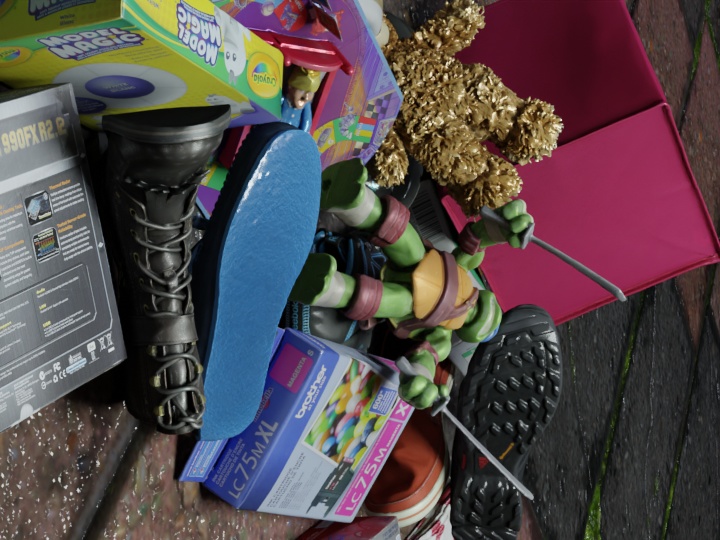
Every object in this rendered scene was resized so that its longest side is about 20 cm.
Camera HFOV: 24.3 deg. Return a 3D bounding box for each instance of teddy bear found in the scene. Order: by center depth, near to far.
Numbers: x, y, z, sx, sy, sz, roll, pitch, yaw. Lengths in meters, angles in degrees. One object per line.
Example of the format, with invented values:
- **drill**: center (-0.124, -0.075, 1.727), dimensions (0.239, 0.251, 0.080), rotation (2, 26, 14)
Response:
- **teddy bear**: center (0.046, -0.124, 1.185), dimensions (0.200, 0.145, 0.067), rotation (54, 4, 10)

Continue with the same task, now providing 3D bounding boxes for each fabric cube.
- **fabric cube**: center (0.168, -0.100, 1.408), dimensions (0.200, 0.195, 0.200), rotation (-104, 168, -45)

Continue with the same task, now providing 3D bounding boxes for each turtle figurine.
- **turtle figurine**: center (0.058, 0.013, 1.110), dimensions (0.193, 0.144, 0.200), rotation (26, 22, -37)

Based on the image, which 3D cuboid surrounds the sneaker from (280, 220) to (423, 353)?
- **sneaker**: center (0.000, 0.000, 1.232), dimensions (0.200, 0.073, 0.082), rotation (-54, 143, -55)

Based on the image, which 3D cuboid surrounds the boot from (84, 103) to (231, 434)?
- **boot**: center (-0.105, 0.003, 0.923), dimensions (0.200, 0.069, 0.175), rotation (168, -85, -73)

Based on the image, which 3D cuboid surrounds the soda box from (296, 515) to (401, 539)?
- **soda box**: center (-0.034, 0.232, 1.145), dimensions (0.200, 0.063, 0.070), rotation (-24, 108, -63)

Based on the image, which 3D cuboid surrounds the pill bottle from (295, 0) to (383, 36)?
- **pill bottle**: center (-0.042, -0.258, 1.134), dimensions (0.120, 0.119, 0.201), rotation (24, 65, -63)

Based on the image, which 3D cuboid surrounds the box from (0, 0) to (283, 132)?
- **box**: center (-0.136, -0.124, 0.911), dimensions (0.200, 0.117, 0.049), rotation (30, 57, -60)

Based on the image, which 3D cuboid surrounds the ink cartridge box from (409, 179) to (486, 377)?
- **ink cartridge box**: center (0.100, 0.039, 1.413), dimensions (0.200, 0.050, 0.162), rotation (46, 19, -51)

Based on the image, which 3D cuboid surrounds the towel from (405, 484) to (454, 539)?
- **towel**: center (0.075, 0.275, 1.428), dimensions (0.200, 0.023, 0.145), rotation (-39, 123, -61)

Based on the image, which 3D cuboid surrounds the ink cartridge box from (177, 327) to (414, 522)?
- **ink cartridge box**: center (-0.035, 0.107, 1.129), dimensions (0.120, 0.042, 0.200), rotation (-61, 149, 3)

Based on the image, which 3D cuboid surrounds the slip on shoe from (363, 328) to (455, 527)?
- **slip on shoe**: center (0.033, 0.116, 1.305), dimensions (0.061, 0.074, 0.201), rotation (58, 31, -37)

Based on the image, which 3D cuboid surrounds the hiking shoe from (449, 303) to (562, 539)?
- **hiking shoe**: center (0.100, 0.108, 1.273), dimensions (0.101, 0.075, 0.201), rotation (-101, -158, -66)

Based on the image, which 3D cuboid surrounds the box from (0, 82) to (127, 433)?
- **box**: center (-0.200, 0.001, 0.834), dimensions (0.200, 0.048, 0.159), rotation (-35, 117, -62)

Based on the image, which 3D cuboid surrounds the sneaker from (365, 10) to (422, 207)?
- **sneaker**: center (0.003, -0.131, 1.268), dimensions (0.079, 0.075, 0.201), rotation (26, 44, -31)

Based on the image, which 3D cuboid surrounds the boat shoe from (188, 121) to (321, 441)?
- **boat shoe**: center (-0.085, 0.002, 1.007), dimensions (0.084, 0.069, 0.201), rotation (11, 103, -45)

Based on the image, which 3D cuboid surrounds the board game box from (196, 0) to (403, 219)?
- **board game box**: center (-0.050, -0.105, 1.064), dimensions (0.039, 0.158, 0.200), rotation (50, -8, 47)
